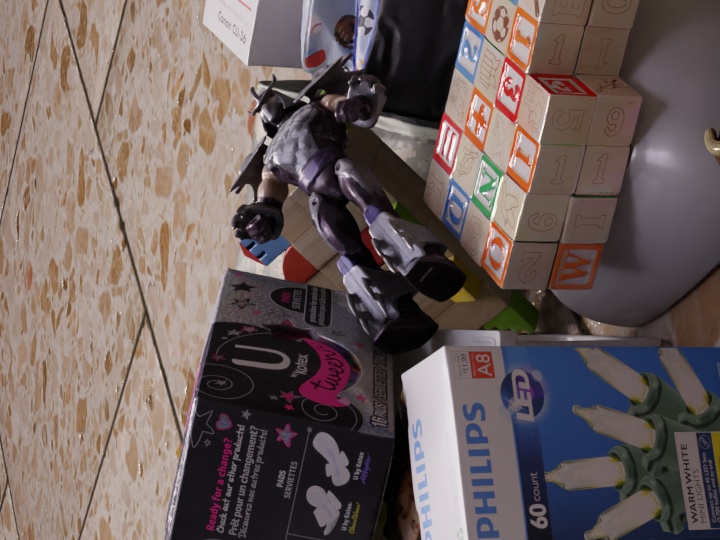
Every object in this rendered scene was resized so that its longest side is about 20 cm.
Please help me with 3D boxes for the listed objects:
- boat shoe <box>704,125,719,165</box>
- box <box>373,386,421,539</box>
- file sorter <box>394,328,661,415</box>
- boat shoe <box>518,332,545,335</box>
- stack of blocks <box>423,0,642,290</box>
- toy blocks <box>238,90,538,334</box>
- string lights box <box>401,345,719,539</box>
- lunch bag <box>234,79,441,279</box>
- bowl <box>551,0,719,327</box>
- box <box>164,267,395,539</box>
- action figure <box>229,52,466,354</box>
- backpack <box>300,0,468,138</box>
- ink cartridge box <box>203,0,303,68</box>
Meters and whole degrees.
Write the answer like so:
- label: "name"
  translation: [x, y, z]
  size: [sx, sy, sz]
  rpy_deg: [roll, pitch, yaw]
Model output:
- label: "boat shoe"
  translation: [0.204, -0.058, 0.905]
  size: [0.075, 0.074, 0.204]
  rpy_deg: [-175, 87, -65]
- label: "box"
  translation: [0.038, 0.162, 1.004]
  size: [0.075, 0.050, 0.201]
  rpy_deg: [-129, 45, -55]
- label: "file sorter"
  translation: [0.101, 0.136, 1.072]
  size: [0.139, 0.124, 0.202]
  rpy_deg: [178, 93, -65]
- label: "boat shoe"
  translation: [0.066, 0.104, 1.224]
  size: [0.200, 0.064, 0.074]
  rpy_deg: [127, 142, -49]
- label: "stack of blocks"
  translation: [0.102, -0.104, 0.985]
  size: [0.115, 0.058, 0.201]
  rpy_deg: [-128, 45, -55]
- label: "toy blocks"
  translation: [0.000, 0.000, 1.175]
  size: [0.137, 0.200, 0.100]
  rpy_deg: [-40, 16, 28]
- label: "string lights box"
  translation: [0.125, 0.095, 0.923]
  size: [0.059, 0.198, 0.104]
  rpy_deg: [142, 125, -60]
- label: "lunch bag"
  translation: [0.018, -0.041, 1.277]
  size: [0.199, 0.117, 0.165]
  rpy_deg: [20, 109, 38]
- label: "bowl"
  translation: [0.147, -0.083, 1.046]
  size: [0.200, 0.074, 0.201]
  rpy_deg: [126, 138, -54]
- label: "box"
  translation: [-0.047, 0.098, 1.045]
  size: [0.200, 0.114, 0.133]
  rpy_deg: [-91, 12, -69]
- label: "action figure"
  translation: [-0.014, -0.048, 1.063]
  size: [0.130, 0.069, 0.200]
  rpy_deg: [-55, 55, 27]
- label: "backpack"
  translation: [0.039, -0.193, 1.181]
  size: [0.190, 0.153, 0.202]
  rpy_deg: [-41, -35, -74]
- label: "ink cartridge box"
  translation: [-0.043, -0.195, 1.330]
  size: [0.116, 0.198, 0.068]
  rpy_deg: [-134, 50, -59]
